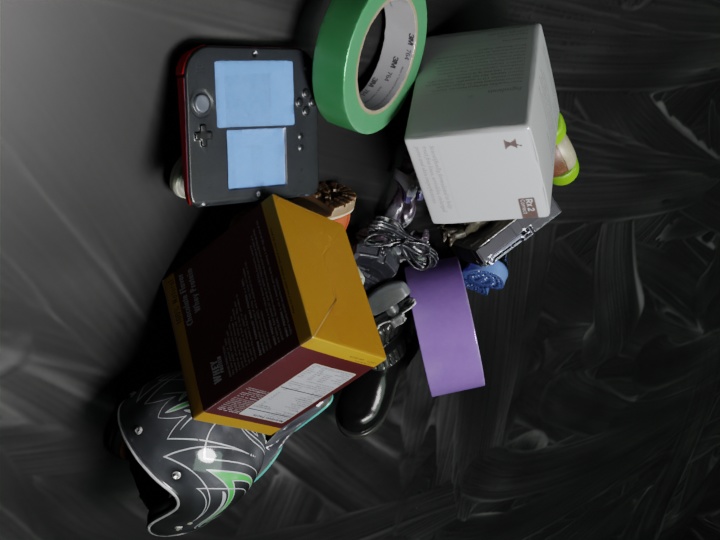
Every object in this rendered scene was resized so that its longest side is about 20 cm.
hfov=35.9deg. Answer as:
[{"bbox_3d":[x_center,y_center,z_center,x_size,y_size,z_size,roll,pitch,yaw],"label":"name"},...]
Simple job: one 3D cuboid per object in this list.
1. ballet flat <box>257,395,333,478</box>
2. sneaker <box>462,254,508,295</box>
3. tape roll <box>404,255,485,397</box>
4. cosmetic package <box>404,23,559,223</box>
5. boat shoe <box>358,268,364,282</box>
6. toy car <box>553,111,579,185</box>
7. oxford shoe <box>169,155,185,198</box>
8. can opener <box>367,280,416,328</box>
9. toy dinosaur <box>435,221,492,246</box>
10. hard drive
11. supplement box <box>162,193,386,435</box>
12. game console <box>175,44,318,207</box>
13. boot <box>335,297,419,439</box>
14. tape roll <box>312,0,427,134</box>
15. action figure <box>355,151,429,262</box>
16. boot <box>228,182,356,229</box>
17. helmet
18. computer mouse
[{"bbox_3d":[-0.128,0.225,1.614,0.200,0.073,0.073,-45,144,5],"label":"ballet flat"},{"bbox_3d":[0.199,-0.013,1.752,0.200,0.070,0.078,120,-8,-83],"label":"sneaker"},{"bbox_3d":[0.126,0.084,1.673,0.084,0.201,0.201,-13,137,4],"label":"tape roll"},{"bbox_3d":[0.166,-0.193,1.471,0.165,0.164,0.201,66,29,-46],"label":"cosmetic package"},{"bbox_3d":[-0.063,0.062,1.500,0.072,0.062,0.201,1,128,-46],"label":"boat shoe"},{"bbox_3d":[0.207,-0.176,1.663,0.199,0.158,0.164,-30,153,7],"label":"toy car"},{"bbox_3d":[-0.139,-0.126,1.340,0.199,0.058,0.076,-16,130,-40],"label":"oxford shoe"},{"bbox_3d":[-0.009,0.085,1.567,0.199,0.067,0.053,-35,-171,7],"label":"can opener"},{"bbox_3d":[0.164,-0.081,1.629,0.102,0.077,0.200,-17,171,-5],"label":"toy dinosaur"},{"bbox_3d":[0.210,-0.065,1.671,0.139,0.200,0.038,-37,100,-3],"label":"hard drive"},{"bbox_3d":[-0.108,0.057,1.326,0.200,0.198,0.132,-35,146,27],"label":"supplement box"},{"bbox_3d":[-0.125,-0.169,1.288,0.199,0.031,0.178,-9,98,-44],"label":"game console"},{"bbox_3d":[0.015,0.138,1.669,0.212,0.079,0.158,-63,160,-18],"label":"boot"},{"bbox_3d":[0.014,-0.271,1.369,0.200,0.048,0.201,-45,147,-40],"label":"tape roll"},{"bbox_3d":[0.053,-0.071,1.593,0.130,0.069,0.201,-8,125,-52],"label":"action figure"},{"bbox_3d":[-0.091,-0.040,1.450,0.199,0.075,0.108,-18,135,-41],"label":"boot"},{"bbox_3d":[-0.216,0.218,1.395,0.199,0.200,0.191,-15,145,-42],"label":"helmet"},{"bbox_3d":[0.000,0.000,1.560,0.200,0.053,0.138,-41,133,20],"label":"computer mouse"}]
